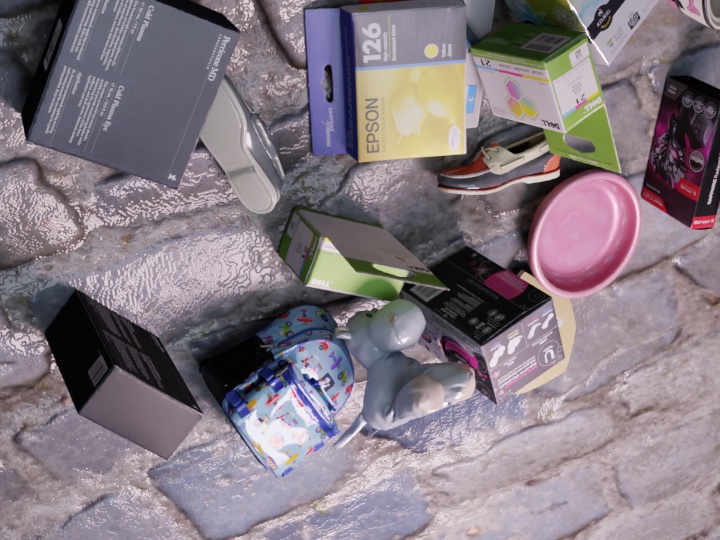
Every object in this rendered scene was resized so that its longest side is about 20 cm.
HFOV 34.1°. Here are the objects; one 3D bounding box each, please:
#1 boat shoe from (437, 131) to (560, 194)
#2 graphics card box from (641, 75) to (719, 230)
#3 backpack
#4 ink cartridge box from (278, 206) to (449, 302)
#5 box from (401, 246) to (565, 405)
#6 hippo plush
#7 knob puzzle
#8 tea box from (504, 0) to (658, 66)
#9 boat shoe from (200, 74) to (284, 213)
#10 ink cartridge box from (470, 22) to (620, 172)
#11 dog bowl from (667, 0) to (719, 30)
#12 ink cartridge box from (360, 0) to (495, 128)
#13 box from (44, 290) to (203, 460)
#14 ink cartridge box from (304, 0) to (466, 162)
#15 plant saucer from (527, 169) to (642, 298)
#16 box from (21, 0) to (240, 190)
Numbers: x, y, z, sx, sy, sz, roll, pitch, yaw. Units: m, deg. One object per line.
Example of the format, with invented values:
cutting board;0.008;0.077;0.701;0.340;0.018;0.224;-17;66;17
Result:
boat shoe;0.193;-0.149;1.633;0.199;0.071;0.063;-13;115;-23
graphics card box;0.489;-0.175;1.738;0.051;0.125;0.201;-5;118;-25
backpack;-0.090;0.157;1.608;0.200;0.135;0.183;-34;127;-11
ink cartridge box;0.000;0.000;1.528;0.147;0.200;0.076;12;110;-31
box;0.170;0.076;1.649;0.132;0.200;0.115;-32;125;-17
hippo plush;0.053;0.121;1.579;0.200;0.162;0.159;-27;170;40
knob puzzle;0.253;0.109;1.823;0.219;0.030;0.221;-12;119;-22
tea box;0.284;-0.403;1.485;0.200;0.133;0.197;-53;126;-9
boat shoe;-0.150;-0.169;1.462;0.062;0.072;0.201;-58;133;-47
ink cartridge box;0.241;-0.207;1.509;0.076;0.148;0.201;-35;121;-20
dog bowl;0.480;-0.432;1.590;0.200;0.074;0.201;-34;135;-42
ink cartridge box;0.081;-0.280;1.521;0.175;0.045;0.201;-8;118;-25
box;-0.293;0.126;1.441;0.141;0.200;0.079;33;97;-35
ink cartridge box;0.035;-0.237;1.486;0.199;0.047;0.199;-7;118;-8
plant saucer;0.329;-0.059;1.758;0.200;0.051;0.202;-11;117;-23
box;-0.262;-0.220;1.325;0.181;0.104;0.201;18;106;-25
